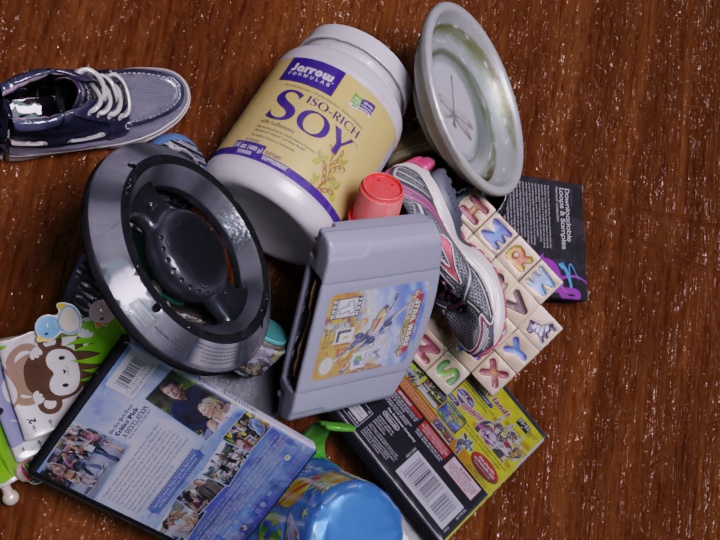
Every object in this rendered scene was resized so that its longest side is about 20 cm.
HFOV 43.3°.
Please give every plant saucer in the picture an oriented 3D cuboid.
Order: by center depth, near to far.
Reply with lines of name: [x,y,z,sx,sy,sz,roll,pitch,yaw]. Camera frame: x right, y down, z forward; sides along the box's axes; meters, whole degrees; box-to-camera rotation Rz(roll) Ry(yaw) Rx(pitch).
plant saucer: [0.100,-0.167,0.919,0.200,0.050,0.202,29,54,-49]

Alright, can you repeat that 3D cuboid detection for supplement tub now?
supplement tub: [-0.047,-0.123,0.880,0.145,0.145,0.201,37,66,-18]

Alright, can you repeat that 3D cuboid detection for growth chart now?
growth chart: [-0.233,0.097,0.747,0.199,0.018,0.145,-24,114,-4]

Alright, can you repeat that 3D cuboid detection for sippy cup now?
sippy cup: [-0.030,0.240,0.835,0.139,0.130,0.179,-30,96,-30]

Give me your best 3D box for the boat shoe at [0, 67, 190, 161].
boat shoe: [-0.234,-0.149,0.811,0.199,0.093,0.075,-23,93,-29]

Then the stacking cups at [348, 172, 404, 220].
stacking cups: [0.000,0.000,0.848,0.060,0.201,0.061,7,47,-7]

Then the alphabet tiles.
alphabet tiles: [0.102,0.021,0.924,0.166,0.006,0.200,-43,88,2]

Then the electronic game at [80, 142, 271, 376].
electronic game: [-0.143,-0.011,0.736,0.200,0.041,0.201,40,36,-37]

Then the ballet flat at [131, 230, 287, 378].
ballet flat: [-0.158,0.037,0.790,0.200,0.072,0.072,34,67,-21]

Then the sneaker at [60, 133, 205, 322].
sneaker: [-0.209,-0.034,0.830,0.066,0.078,0.201,31,87,-26]

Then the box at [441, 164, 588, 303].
box: [0.177,-0.038,1.051,0.199,0.036,0.144,5,79,-26]

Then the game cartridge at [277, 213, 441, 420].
game cartridge: [0.002,0.044,0.815,0.132,0.042,0.201,-5,127,-29]

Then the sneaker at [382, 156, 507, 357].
sneaker: [0.069,-0.006,0.871,0.074,0.081,0.201,-27,88,-38]

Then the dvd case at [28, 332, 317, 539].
dvd case: [-0.156,0.159,0.769,0.199,0.018,0.143,34,100,-23]

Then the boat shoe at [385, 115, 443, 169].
boat shoe: [0.093,-0.161,1.011,0.199,0.073,0.063,-27,89,-40]

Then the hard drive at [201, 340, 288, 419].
hard drive: [-0.143,0.122,0.844,0.135,0.042,0.200,45,64,-15]

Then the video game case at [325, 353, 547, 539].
video game case: [0.071,0.146,0.925,0.180,0.026,0.200,-34,81,-35]

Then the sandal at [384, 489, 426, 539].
sandal: [0.062,0.199,0.939,0.082,0.050,0.204,18,59,-15]

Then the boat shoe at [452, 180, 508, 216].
boat shoe: [0.072,-0.043,0.958,0.199,0.062,0.075,-29,87,-9]
